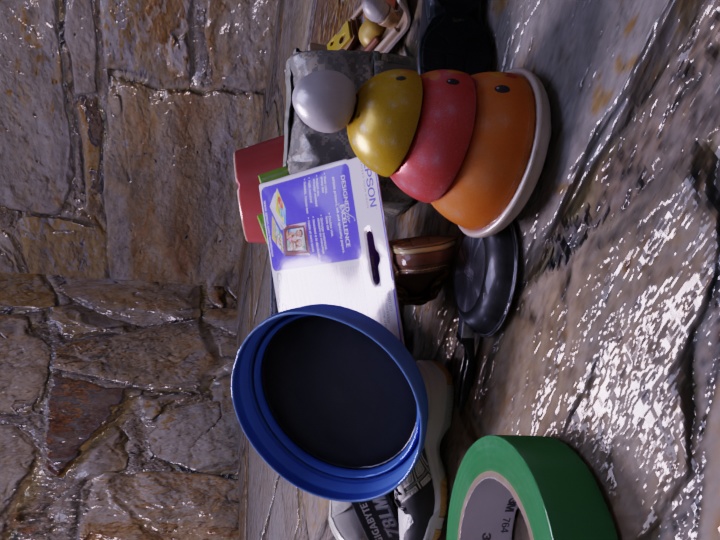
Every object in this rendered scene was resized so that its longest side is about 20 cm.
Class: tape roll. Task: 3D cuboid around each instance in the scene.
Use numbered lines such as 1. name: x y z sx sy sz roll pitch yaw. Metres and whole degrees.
1. tape roll: 0.117 0.222 0.555 0.200 0.048 0.202 -175 90 -76

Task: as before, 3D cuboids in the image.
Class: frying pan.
1. frying pan: 0.103 0.029 0.723 0.115 0.031 0.191 -97 19 -47

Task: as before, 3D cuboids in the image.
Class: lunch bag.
1. lunch bag: -0.016 -0.176 0.972 0.139 0.166 0.202 149 125 -73

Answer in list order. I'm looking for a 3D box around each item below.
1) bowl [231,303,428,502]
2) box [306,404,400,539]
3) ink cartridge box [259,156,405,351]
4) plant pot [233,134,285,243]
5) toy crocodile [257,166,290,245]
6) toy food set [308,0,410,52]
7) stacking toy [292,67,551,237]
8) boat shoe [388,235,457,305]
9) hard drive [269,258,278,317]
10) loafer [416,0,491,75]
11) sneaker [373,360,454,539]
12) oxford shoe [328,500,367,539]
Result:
1. bowl: -0.029 0.125 0.737 0.039 0.199 0.202 -41 -34 -59
2. box: -0.014 0.185 0.902 0.199 0.049 0.201 -109 -4 -69
3. ink cartridge box: -0.023 -0.008 0.795 0.199 0.043 0.200 -6 93 50
4. plant pot: -0.100 -0.126 1.201 0.200 0.176 0.202 172 90 -85
5. toy crocodile: -0.076 -0.032 0.933 0.062 0.067 0.201 -123 10 -61
6. toy food set: -0.009 -0.349 1.103 0.200 0.060 0.144 -41 41 35
7. stacking toy: 0.040 -0.116 0.631 0.146 0.198 0.147 -167 90 -71
8. boat shoe: 0.062 0.002 0.787 0.200 0.071 0.068 91 174 -88
9. hard drive: -0.051 0.038 1.079 0.042 0.200 0.136 -18 59 28
10. loafer: 0.090 -0.221 0.774 0.072 0.072 0.201 102 176 -64
11. sneaker: 0.042 0.192 0.796 0.076 0.087 0.202 177 96 -74
12. oxford shoe: -0.003 0.293 0.990 0.200 0.075 0.058 -112 39 -65
